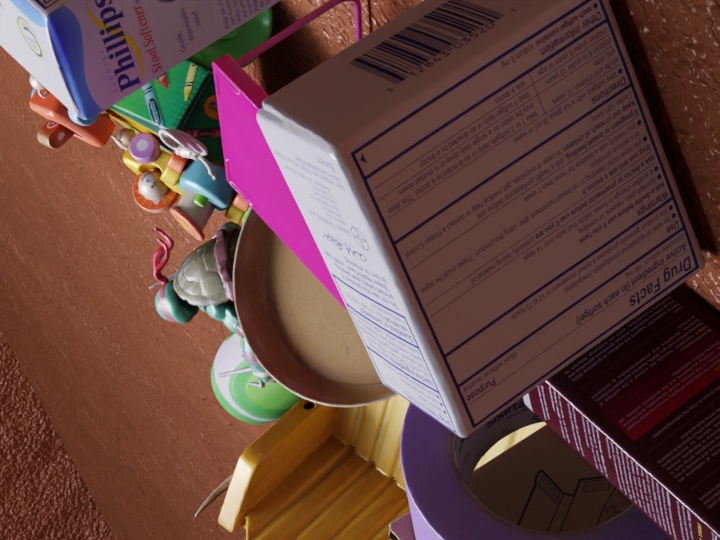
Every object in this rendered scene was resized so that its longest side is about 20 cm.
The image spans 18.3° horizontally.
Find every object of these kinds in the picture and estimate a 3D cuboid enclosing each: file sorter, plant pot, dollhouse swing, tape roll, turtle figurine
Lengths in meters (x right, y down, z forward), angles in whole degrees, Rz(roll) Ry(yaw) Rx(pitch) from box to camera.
[{"bbox_3d":[0.012,-0.069,1.515,0.200,0.125,0.139,47,160,26],"label":"file sorter"},{"bbox_3d":[0.000,0.000,1.614,0.200,0.200,0.027,48,-167,26],"label":"plant pot"},{"bbox_3d":[0.022,0.144,1.619,0.200,0.182,0.176,36,148,23],"label":"dollhouse swing"},{"bbox_3d":[0.128,0.130,1.435,0.200,0.200,0.085,46,161,31],"label":"tape roll"},{"bbox_3d":[-0.084,0.011,1.718,0.101,0.199,0.150,37,-144,-57],"label":"turtle figurine"}]

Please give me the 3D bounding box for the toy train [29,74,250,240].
[{"bbox_3d":[-0.168,-0.080,1.674,0.200,0.056,0.150,24,172,46],"label":"toy train"}]

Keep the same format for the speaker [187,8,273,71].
[{"bbox_3d":[-0.147,-0.217,1.753,0.200,0.088,0.089,34,153,52],"label":"speaker"}]

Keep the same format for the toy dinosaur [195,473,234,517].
[{"bbox_3d":[-0.055,0.146,1.949,0.200,0.106,0.061,-40,60,39],"label":"toy dinosaur"}]

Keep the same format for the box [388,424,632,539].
[{"bbox_3d":[0.145,0.181,1.485,0.164,0.200,0.021,47,152,27],"label":"box"}]

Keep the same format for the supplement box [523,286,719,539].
[{"bbox_3d":[0.194,0.089,1.329,0.200,0.109,0.061,43,160,40],"label":"supplement box"}]

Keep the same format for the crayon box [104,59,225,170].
[{"bbox_3d":[-0.119,-0.110,1.752,0.119,0.058,0.200,25,174,35],"label":"crayon box"}]

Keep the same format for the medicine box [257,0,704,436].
[{"bbox_3d":[0.071,-0.044,1.267,0.103,0.182,0.200,30,150,57],"label":"medicine box"}]

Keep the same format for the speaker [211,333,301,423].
[{"bbox_3d":[-0.047,0.052,1.843,0.089,0.088,0.200,54,138,7],"label":"speaker"}]

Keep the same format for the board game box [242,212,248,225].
[{"bbox_3d":[-0.072,-0.050,1.963,0.096,0.030,0.200,47,164,23],"label":"board game box"}]

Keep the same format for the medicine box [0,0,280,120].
[{"bbox_3d":[-0.174,-0.232,1.596,0.182,0.200,0.103,42,159,40],"label":"medicine box"}]
